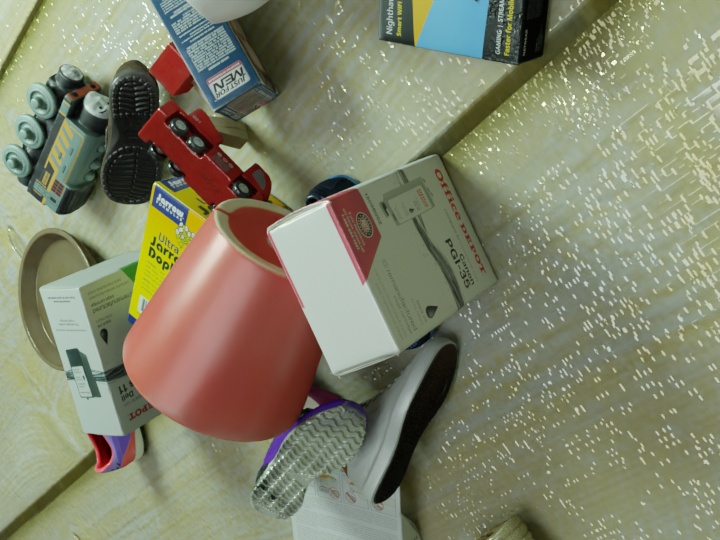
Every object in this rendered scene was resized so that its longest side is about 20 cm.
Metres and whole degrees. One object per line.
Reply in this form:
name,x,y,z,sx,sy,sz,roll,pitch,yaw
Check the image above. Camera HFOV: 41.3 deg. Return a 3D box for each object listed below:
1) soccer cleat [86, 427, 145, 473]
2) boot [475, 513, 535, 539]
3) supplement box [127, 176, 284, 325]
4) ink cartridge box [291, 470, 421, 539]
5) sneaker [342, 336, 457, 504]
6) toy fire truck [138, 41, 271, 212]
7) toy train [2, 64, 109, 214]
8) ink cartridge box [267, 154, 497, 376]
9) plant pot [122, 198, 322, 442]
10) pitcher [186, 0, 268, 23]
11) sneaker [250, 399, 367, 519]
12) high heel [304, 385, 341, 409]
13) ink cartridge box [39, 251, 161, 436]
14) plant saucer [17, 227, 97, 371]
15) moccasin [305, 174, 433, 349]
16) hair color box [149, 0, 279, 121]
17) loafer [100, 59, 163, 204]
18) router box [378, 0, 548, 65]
soccer cleat,-0.365,0.190,1.356,0.068,0.073,0.201,0,108,39
boot,0.155,0.366,1.030,0.155,0.073,0.200,46,128,13
supplement box,-0.182,-0.007,1.108,0.109,0.109,0.200,35,126,22
ink cartridge box,-0.008,0.290,1.138,0.162,0.050,0.201,7,109,30
sneaker,0.030,0.146,1.018,0.085,0.073,0.200,37,109,33
toy fire truck,-0.165,-0.149,1.035,0.200,0.141,0.049,45,123,-6
toy train,-0.376,-0.165,1.216,0.114,0.085,0.200,40,127,2
ink cartridge box,0.027,-0.013,0.886,0.083,0.200,0.147,-23,94,37
plant pot,-0.112,0.040,0.946,0.200,0.200,0.178,38,116,19
pitcher,-0.107,-0.344,0.885,0.200,0.121,0.172,-44,62,10
sneaker,-0.057,0.181,1.041,0.069,0.100,0.200,31,128,-13
high heel,-0.084,0.156,1.110,0.200,0.096,0.067,54,131,7
ink cartridge box,-0.302,0.092,1.219,0.083,0.147,0.201,-1,109,37
plant saucer,-0.416,0.040,1.337,0.200,0.029,0.201,6,100,40
moccasin,0.000,0.000,0.997,0.080,0.068,0.200,-37,85,41
hair color box,-0.165,-0.259,0.988,0.060,0.100,0.200,-29,90,8
loafer,-0.268,-0.165,1.146,0.073,0.071,0.200,7,132,-14
router box,0.091,-0.289,0.815,0.149,0.051,0.201,19,119,33
